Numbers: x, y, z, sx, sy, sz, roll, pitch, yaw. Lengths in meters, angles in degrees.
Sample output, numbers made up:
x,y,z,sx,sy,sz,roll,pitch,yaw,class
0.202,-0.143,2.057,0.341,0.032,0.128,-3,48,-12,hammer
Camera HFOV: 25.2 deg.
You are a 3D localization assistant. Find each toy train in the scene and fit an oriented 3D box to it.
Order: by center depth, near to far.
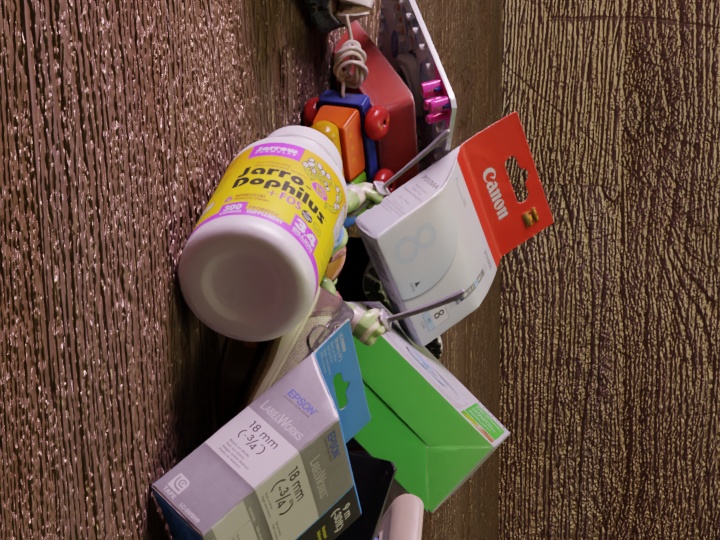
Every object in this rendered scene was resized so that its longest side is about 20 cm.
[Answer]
x,y,z,sx,sy,sz,roll,pitch,yaw,class
-0.032,-0.129,1.531,0.116,0.084,0.200,-51,142,-48,toy train

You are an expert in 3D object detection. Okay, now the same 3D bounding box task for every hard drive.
x,y,z,sx,sy,sz,roll,pitch,yaw,class
0.006,0.064,1.855,0.200,0.033,0.140,67,27,-66,hard drive

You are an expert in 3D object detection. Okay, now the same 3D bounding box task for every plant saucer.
x,y,z,sx,sy,sz,roll,pitch,yaw,class
0.014,-0.131,1.676,0.200,0.037,0.200,-120,-160,-54,plant saucer

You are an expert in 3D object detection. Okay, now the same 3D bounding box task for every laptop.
x,y,z,sx,sy,sz,roll,pitch,yaw,class
-0.025,0.257,1.455,0.200,0.103,0.178,56,52,-72,laptop

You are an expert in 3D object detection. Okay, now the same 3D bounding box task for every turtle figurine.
x,y,z,sx,sy,sz,roll,pitch,yaw,class
0.000,0.000,1.439,0.144,0.200,0.194,63,-21,10,turtle figurine

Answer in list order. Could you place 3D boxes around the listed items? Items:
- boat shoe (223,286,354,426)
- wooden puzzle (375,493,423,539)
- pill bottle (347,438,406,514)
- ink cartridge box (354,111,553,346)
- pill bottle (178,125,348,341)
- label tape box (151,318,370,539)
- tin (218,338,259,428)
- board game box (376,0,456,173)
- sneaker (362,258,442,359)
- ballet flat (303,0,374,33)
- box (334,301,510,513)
x,y,z,sx,sy,sz,roll,pitch,yaw,class
-0.063,0.105,1.276,0.201,0.066,0.072,-67,-170,-11,boat shoe
-0.015,0.315,1.426,0.200,0.046,0.185,-55,-163,37,wooden puzzle
0.019,0.222,1.744,0.200,0.112,0.113,-45,136,-74,pill bottle
0.106,-0.039,1.594,0.047,0.200,0.160,44,-16,47,ink cartridge box
-0.068,-0.038,1.258,0.200,0.104,0.104,-71,160,-57,pill bottle
-0.051,0.154,1.220,0.200,0.063,0.144,-40,147,-21,label tape box
-0.087,0.140,1.381,0.112,0.042,0.200,-75,164,-64,tin
0.044,-0.186,1.629,0.200,0.026,0.200,97,-23,-60,board game box
0.052,0.032,1.806,0.200,0.078,0.090,81,12,-46,sneaker
-0.020,-0.270,1.555,0.200,0.074,0.074,11,81,-79,ballet flat
0.041,0.133,1.603,0.097,0.200,0.176,-46,171,7,box
